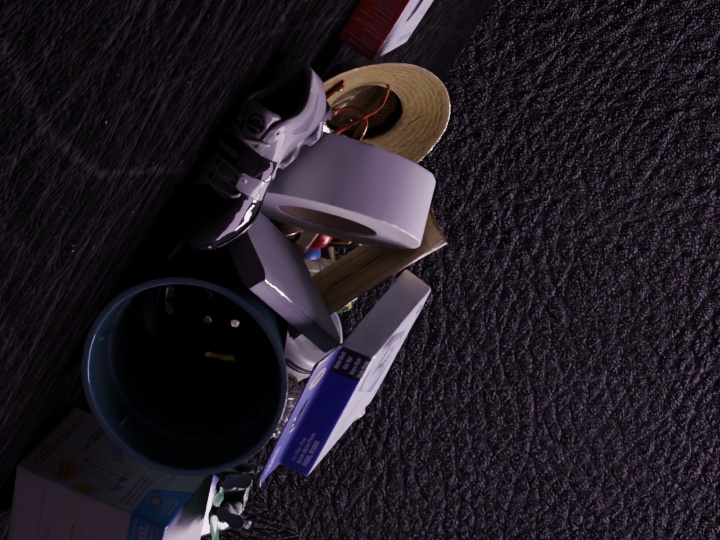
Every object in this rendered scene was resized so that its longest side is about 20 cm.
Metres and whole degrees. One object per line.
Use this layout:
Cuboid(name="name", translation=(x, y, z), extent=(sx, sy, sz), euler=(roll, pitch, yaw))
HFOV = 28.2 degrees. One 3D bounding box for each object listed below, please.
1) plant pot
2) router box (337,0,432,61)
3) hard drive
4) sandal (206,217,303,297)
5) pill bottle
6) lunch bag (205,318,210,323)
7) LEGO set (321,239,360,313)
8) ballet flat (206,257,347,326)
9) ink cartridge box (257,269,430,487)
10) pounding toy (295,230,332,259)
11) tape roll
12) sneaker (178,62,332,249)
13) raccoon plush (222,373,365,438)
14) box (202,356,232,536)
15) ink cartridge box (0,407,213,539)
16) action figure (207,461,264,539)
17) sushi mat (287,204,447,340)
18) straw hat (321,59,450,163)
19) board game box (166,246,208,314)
Cuboid(name="plant pot", translation=(-0.155, 0.069, 1.435), extent=(0.201, 0.199, 0.196), euler=(-55, -174, 20))
Cuboid(name="router box", translation=(0.062, -0.337, 1.637), extent=(0.180, 0.049, 0.200), euler=(-56, 178, 21))
Cuboid(name="hard drive", translation=(-0.087, -0.006, 1.421), extent=(0.026, 0.133, 0.200), euler=(-30, 153, 8))
Cuboid(name="sandal", translation=(-0.098, -0.042, 1.612), extent=(0.202, 0.057, 0.080), euler=(-54, 172, -10))
Cuboid(name="pill bottle", translation=(-0.127, 0.099, 1.794), extent=(0.199, 0.115, 0.114), euler=(-27, -164, 39))
Cuboid(name="lunch bag", translation=(-0.162, 0.109, 1.968), extent=(0.201, 0.170, 0.122), euler=(-54, -174, -31))
Cuboid(name="LEGO set", translation=(-0.077, -0.023, 1.897), extent=(0.153, 0.198, 0.117), euler=(-31, 121, -54))
Cuboid(name="ballet flat", translation=(-0.085, 0.021, 1.675), extent=(0.198, 0.072, 0.072), euler=(-14, 165, -16))
Cuboid(name="ink cartridge box", translation=(-0.016, 0.121, 1.496), extent=(0.200, 0.040, 0.201), euler=(-45, 166, -48))
Cuboid(name="pounding toy", translation=(-0.050, -0.088, 1.769), extent=(0.201, 0.142, 0.184), euler=(-53, 178, -27))
Cuboid(name="tape roll", translation=(-0.026, -0.083, 1.461), extent=(0.202, 0.200, 0.072), euler=(109, -5, -83))
Cuboid(name="sneaker", translation=(-0.104, -0.113, 1.317), extent=(0.201, 0.074, 0.089), euler=(-54, 162, -18))
Cuboid(name="raccoon plush", translation=(-0.091, 0.145, 1.594), extent=(0.198, 0.098, 0.134), euler=(-13, 180, -5))
Cuboid(name="box", translation=(-0.213, 0.208, 1.693), extent=(0.148, 0.103, 0.203), euler=(-1, 97, -64))
Cuboid(name="ink cartridge box", translation=(-0.276, 0.249, 1.515), extent=(0.129, 0.198, 0.126), euler=(-51, 158, -60))
Cuboid(name="action figure", translation=(-0.137, 0.240, 1.545), extent=(0.200, 0.054, 0.120), euler=(127, -24, -85))
Cuboid(name="sushi mat", translation=(0.000, 0.000, 1.541), extent=(0.199, 0.012, 0.096), euler=(-32, -150, 10))
Cuboid(name="straw hat", translation=(-0.002, -0.195, 1.650), extent=(0.202, 0.199, 0.086), euler=(-56, -138, 35))
Cuboid(name="board game box", translation=(-0.189, 0.014, 1.663), extent=(0.127, 0.034, 0.200), euler=(-55, 177, -6))
